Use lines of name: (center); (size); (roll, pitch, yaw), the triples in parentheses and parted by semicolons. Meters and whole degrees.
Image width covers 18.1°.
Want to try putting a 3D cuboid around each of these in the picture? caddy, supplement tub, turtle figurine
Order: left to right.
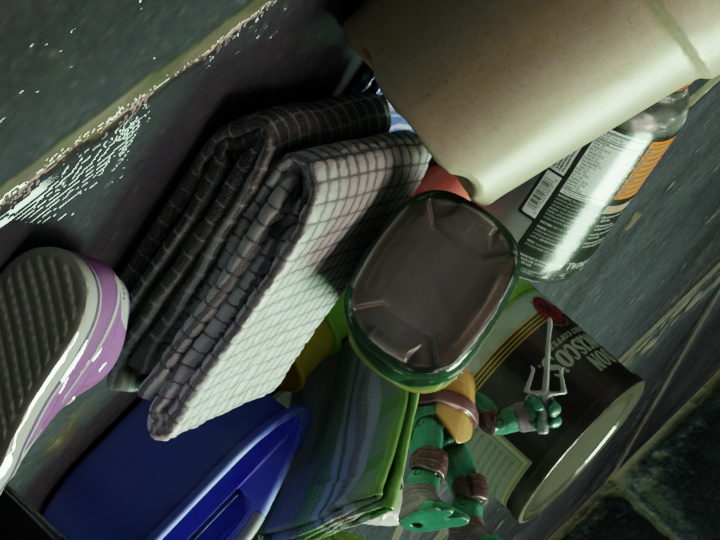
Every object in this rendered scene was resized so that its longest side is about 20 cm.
caddy: (-0.117, 0.152, 1.514); (0.200, 0.105, 0.141); (-46, 166, -10)
turtle figurine: (0.070, 0.094, 1.577); (0.149, 0.201, 0.100); (22, 148, -32)
supplement tub: (0.155, -0.099, 1.627); (0.122, 0.122, 0.200); (-27, 154, -54)

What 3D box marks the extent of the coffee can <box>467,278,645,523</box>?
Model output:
coffee can: (0.100, 0.077, 1.764); (0.146, 0.200, 0.147); (-44, 165, -15)

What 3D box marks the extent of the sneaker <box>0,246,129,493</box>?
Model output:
sneaker: (-0.190, 0.080, 1.197); (0.201, 0.073, 0.114); (-49, 169, 4)

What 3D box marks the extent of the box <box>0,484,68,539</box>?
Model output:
box: (-0.221, 0.210, 1.310); (0.148, 0.104, 0.200); (-46, 157, -10)

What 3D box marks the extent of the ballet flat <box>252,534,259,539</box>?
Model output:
ballet flat: (-0.075, 0.190, 1.668); (0.199, 0.073, 0.073); (-22, 163, -3)

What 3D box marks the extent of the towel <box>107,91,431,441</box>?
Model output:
towel: (-0.061, -0.010, 1.317); (0.200, 0.085, 0.165); (-55, 166, 22)

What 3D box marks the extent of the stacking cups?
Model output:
stacking cups: (0.000, 0.000, 1.580); (0.200, 0.060, 0.061); (-44, 166, -29)

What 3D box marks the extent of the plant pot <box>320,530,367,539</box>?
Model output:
plant pot: (-0.036, 0.296, 1.625); (0.190, 0.200, 0.200); (-56, 164, 18)

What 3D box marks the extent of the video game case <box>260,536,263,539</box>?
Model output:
video game case: (-0.086, 0.217, 1.829); (0.200, 0.022, 0.182); (-37, -178, -38)

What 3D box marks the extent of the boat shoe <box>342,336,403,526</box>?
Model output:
boat shoe: (0.010, 0.100, 1.642); (0.071, 0.069, 0.201); (129, -27, -49)

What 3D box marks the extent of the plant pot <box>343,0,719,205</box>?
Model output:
plant pot: (0.098, -0.143, 1.271); (0.183, 0.201, 0.200); (-38, 167, 7)

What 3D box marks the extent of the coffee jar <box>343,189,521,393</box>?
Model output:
coffee jar: (0.041, 0.017, 1.364); (0.105, 0.085, 0.200); (-55, 176, -6)

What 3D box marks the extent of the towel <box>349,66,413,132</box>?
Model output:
towel: (0.028, -0.109, 1.432); (0.200, 0.024, 0.145); (-54, 165, 20)

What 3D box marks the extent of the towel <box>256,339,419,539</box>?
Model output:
towel: (-0.012, 0.107, 1.539); (0.200, 0.031, 0.150); (146, -42, -62)

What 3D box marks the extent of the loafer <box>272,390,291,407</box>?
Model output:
loafer: (-0.038, 0.126, 1.749); (0.200, 0.070, 0.070); (-27, 157, -54)
